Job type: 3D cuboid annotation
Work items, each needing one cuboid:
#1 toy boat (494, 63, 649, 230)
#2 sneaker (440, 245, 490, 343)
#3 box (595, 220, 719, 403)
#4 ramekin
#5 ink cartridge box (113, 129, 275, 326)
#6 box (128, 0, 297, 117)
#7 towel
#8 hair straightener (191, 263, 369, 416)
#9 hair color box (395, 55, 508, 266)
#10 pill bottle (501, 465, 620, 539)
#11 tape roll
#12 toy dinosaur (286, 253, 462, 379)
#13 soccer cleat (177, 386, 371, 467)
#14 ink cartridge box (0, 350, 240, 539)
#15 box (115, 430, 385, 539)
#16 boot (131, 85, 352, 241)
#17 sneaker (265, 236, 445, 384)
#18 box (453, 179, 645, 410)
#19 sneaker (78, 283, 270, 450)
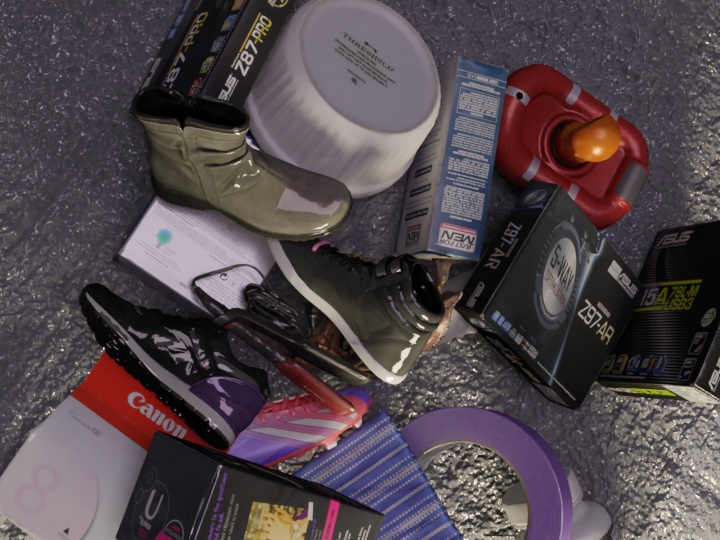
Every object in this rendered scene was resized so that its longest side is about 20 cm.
[{"bbox_3d":[0.229,-0.136,1.238,0.199,0.131,0.131,32,78,-12],"label":"toy boat"},{"bbox_3d":[0.130,0.042,1.233,0.199,0.075,0.089,-36,109,-16],"label":"sneaker"},{"bbox_3d":[0.343,0.041,1.223,0.047,0.200,0.195,27,80,-14],"label":"box"},{"bbox_3d":[-0.011,-0.180,1.155,0.201,0.094,0.204,13,61,-24],"label":"ramekin"},{"bbox_3d":[-0.133,-0.058,1.155,0.136,0.076,0.201,34,79,-12],"label":"ink cartridge box"},{"bbox_3d":[-0.131,-0.229,1.123,0.049,0.161,0.201,31,78,-30],"label":"box"},{"bbox_3d":[0.016,0.259,1.138,0.144,0.024,0.201,-35,72,10],"label":"towel"},{"bbox_3d":[-0.073,0.056,1.120,0.199,0.041,0.077,35,63,-13],"label":"hair straightener"},{"bbox_3d":[0.094,-0.109,1.213,0.060,0.100,0.202,12,83,-16],"label":"hair color box"},{"bbox_3d":[0.225,0.311,1.215,0.110,0.111,0.201,-27,94,-16],"label":"pill bottle"},{"bbox_3d":[0.107,0.237,1.156,0.198,0.066,0.202,-3,81,19],"label":"tape roll"},{"bbox_3d":[0.027,0.054,1.161,0.086,0.198,0.137,5,86,-56],"label":"toy dinosaur"},{"bbox_3d":[-0.084,0.155,1.156,0.199,0.067,0.077,-26,98,-10],"label":"soccer cleat"},{"bbox_3d":[-0.226,0.178,1.097,0.162,0.057,0.201,34,86,6],"label":"ink cartridge box"},{"bbox_3d":[-0.097,0.231,1.050,0.199,0.122,0.107,26,81,-37],"label":"box"},{"bbox_3d":[-0.103,-0.095,1.035,0.198,0.131,0.068,12,63,3],"label":"boot"},{"bbox_3d":[0.000,0.000,1.088,0.200,0.071,0.099,48,115,7],"label":"sneaker"},{"bbox_3d":[0.202,0.029,1.222,0.200,0.043,0.161,43,74,-37],"label":"box"},{"bbox_3d":[-0.173,0.072,1.103,0.200,0.076,0.088,43,65,0],"label":"sneaker"}]
